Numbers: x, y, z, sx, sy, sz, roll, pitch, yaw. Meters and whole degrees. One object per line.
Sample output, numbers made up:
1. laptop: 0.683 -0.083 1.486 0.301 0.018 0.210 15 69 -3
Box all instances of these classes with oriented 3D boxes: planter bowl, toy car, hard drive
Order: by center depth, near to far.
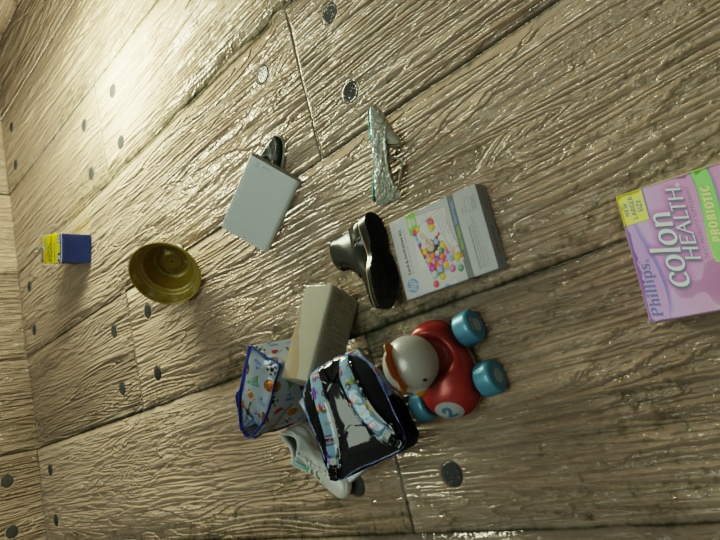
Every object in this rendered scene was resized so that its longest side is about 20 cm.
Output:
1. toy car: 0.107 0.174 0.948 0.184 0.200 0.177 -33 68 37
2. hard drive: -0.239 -0.159 1.332 0.132 0.026 0.200 29 113 1
3. planter bowl: -0.542 -0.009 1.575 0.201 0.200 0.084 -56 17 26

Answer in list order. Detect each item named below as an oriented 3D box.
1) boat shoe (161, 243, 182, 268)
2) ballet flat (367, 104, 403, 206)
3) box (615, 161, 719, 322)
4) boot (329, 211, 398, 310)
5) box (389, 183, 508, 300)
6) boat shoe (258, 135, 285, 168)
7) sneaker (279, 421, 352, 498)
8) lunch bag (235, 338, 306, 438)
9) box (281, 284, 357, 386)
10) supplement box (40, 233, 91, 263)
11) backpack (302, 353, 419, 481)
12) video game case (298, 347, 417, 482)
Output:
1. boat shoe: -0.605 -0.016 1.674 0.200 0.062 0.073 -38 66 35
2. ballet flat: 0.053 -0.227 1.101 0.072 0.072 0.201 -3 90 41
3. box: 0.459 -0.040 0.706 0.200 0.097 0.177 -18 78 41
4. boot: 0.000 0.000 1.138 0.138 0.077 0.201 -29 58 42
5. box: 0.154 -0.047 1.015 0.200 0.041 0.156 -22 75 40
6. boat shoe: -0.246 -0.237 1.353 0.075 0.066 0.200 46 118 33
7. sneaker: -0.104 0.419 1.209 0.200 0.088 0.075 41 114 34
8. lunch bag: -0.174 0.257 1.218 0.124 0.170 0.201 23 108 38
9. box: -0.081 0.137 1.142 0.078 0.095 0.201 -2 64 39
10. supplement box: -1.104 -0.080 2.086 0.200 0.109 0.109 0 89 42
11. backpack: -0.006 0.262 1.041 0.182 0.134 0.200 -33 70 18
12. video game case: -0.010 0.291 1.128 0.182 0.023 0.200 -43 66 14
